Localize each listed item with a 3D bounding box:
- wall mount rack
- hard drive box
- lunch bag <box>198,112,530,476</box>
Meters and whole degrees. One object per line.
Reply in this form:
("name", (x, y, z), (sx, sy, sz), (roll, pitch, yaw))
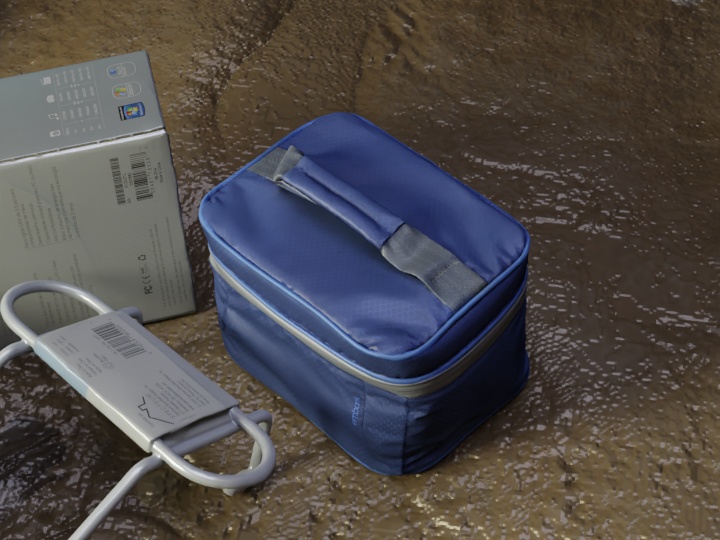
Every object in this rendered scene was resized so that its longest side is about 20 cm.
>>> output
("wall mount rack", (-0.148, 0.091, 0.888), (0.199, 0.075, 0.173), (35, 35, 30))
("hard drive box", (-0.207, -0.031, 0.971), (0.198, 0.157, 0.077), (-12, 47, -9))
("lunch bag", (0.000, 0.000, 0.947), (0.199, 0.133, 0.136), (34, 57, 29))
